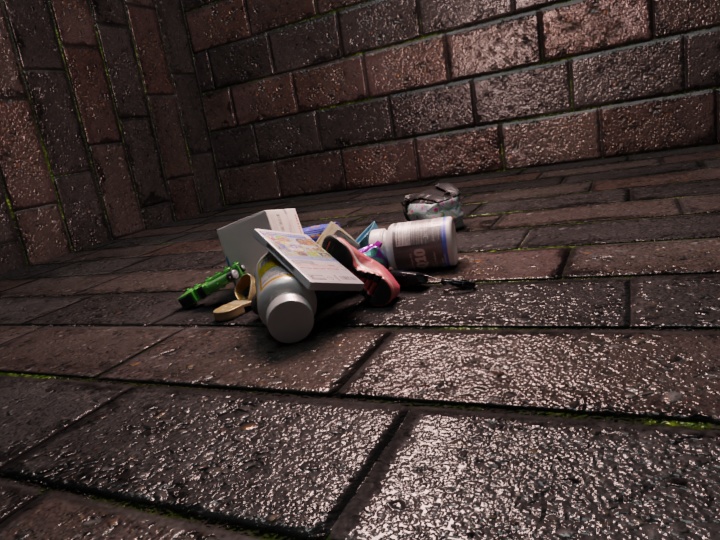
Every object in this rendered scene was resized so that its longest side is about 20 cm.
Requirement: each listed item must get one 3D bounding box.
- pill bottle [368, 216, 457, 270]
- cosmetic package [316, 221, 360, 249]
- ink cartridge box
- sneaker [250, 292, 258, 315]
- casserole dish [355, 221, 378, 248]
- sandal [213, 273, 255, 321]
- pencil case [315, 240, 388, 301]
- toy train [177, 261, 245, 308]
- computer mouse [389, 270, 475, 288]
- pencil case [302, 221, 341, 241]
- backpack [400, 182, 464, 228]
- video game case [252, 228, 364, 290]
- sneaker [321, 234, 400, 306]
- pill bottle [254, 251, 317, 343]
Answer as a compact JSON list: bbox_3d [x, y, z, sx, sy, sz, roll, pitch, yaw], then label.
[{"bbox_3d":[0.125,-0.058,1.304,0.196,0.116,0.114,-6,14,17],"label":"pill bottle"},{"bbox_3d":[-0.068,-0.055,1.395,0.106,0.071,0.200,-54,12,2],"label":"cosmetic package"},{"bbox_3d":[-0.235,-0.061,1.396,0.142,0.150,0.200,-19,1,17],"label":"ink cartridge box"},{"bbox_3d":[-0.176,0.046,1.216,0.090,0.077,0.200,-31,6,40],"label":"sneaker"},{"bbox_3d":[0.004,-0.066,1.479,0.121,0.039,0.200,-46,5,18],"label":"casserole dish"},{"bbox_3d":[-0.256,0.044,1.256,0.076,0.071,0.211,-2,16,29],"label":"sandal"},{"bbox_3d":[-0.035,0.002,1.214,0.197,0.094,0.085,-18,28,-32],"label":"pencil case"},{"bbox_3d":[-0.352,0.037,1.310,0.197,0.042,0.056,-26,12,25],"label":"toy train"},{"bbox_3d":[0.144,0.026,1.147,0.197,0.035,0.058,8,4,37],"label":"computer mouse"},{"bbox_3d":[-0.155,-0.104,1.756,0.196,0.080,0.087,-6,-15,18],"label":"pencil case"},{"bbox_3d":[0.241,-0.194,1.738,0.165,0.129,0.199,-27,20,-19],"label":"backpack"},{"bbox_3d":[-0.101,-0.021,1.067,0.142,0.018,0.199,3,29,-47],"label":"video game case"},{"bbox_3d":[0.000,0.000,1.143,0.199,0.074,0.086,41,22,21],"label":"sneaker"},{"bbox_3d":[-0.141,0.047,1.042,0.110,0.115,0.201,-12,27,-8],"label":"pill bottle"}]
